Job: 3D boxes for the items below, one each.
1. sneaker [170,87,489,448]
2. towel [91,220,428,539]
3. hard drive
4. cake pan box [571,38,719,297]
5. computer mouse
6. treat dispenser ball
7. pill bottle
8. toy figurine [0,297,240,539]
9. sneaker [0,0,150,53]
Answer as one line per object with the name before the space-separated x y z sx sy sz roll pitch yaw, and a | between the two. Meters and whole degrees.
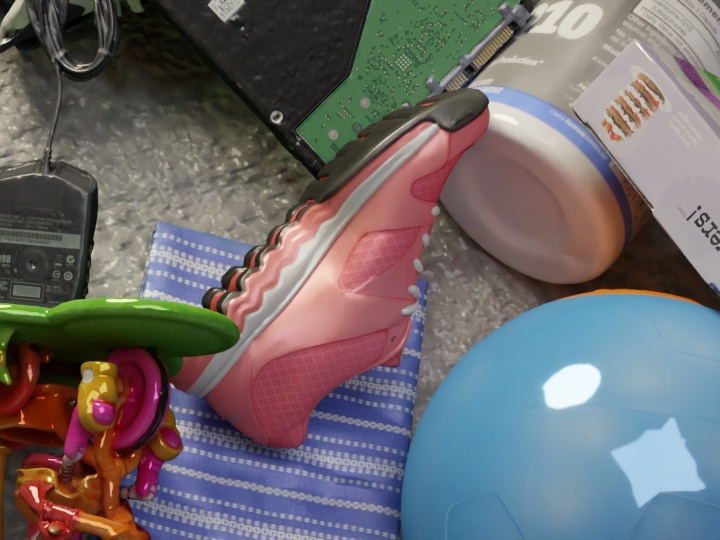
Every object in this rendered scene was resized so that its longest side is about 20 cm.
sneaker | 0.000 0.000 1.246 0.087 0.074 0.200 44 86 -11
towel | -0.046 0.077 1.257 0.145 0.024 0.200 12 62 -9
hard drive | -0.028 -0.152 1.278 0.140 0.038 0.200 -46 105 -5
cake pan box | 0.208 -0.008 1.220 0.184 0.052 0.200 14 35 -50
computer mouse | -0.148 -0.060 1.260 0.059 0.034 0.200 8 87 4
treat dispenser ball | 0.118 0.108 1.180 0.201 0.201 0.201 6 63 -11
pill bottle | 0.131 -0.098 1.335 0.114 0.114 0.200 37 61 6
toy figurine | -0.140 0.116 1.141 0.150 0.200 0.184 19 69 -46
sneaker | -0.122 -0.143 1.316 0.199 0.080 0.130 31 64 1
